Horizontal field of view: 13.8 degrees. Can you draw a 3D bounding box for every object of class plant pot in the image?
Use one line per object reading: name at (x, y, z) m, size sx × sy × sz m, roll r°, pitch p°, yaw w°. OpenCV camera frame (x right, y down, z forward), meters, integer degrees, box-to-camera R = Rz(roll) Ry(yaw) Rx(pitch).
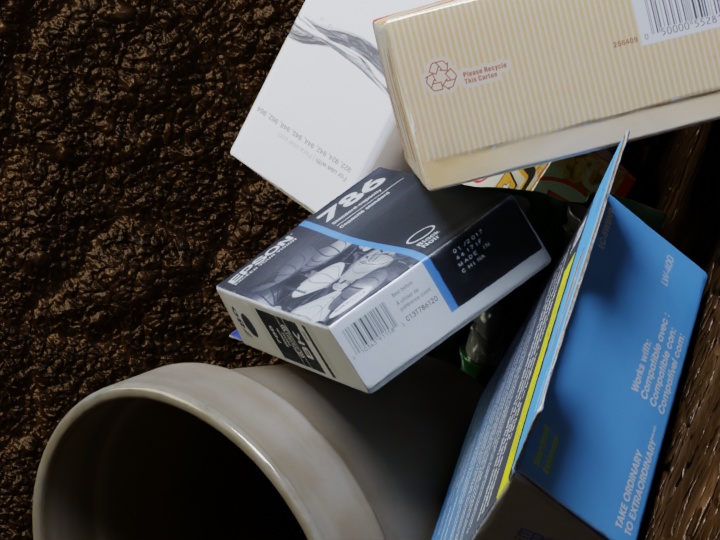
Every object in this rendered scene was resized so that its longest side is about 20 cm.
plant pot at (-0.020, 0.120, 1.340) m, size 0.173 × 0.200 × 0.200 m, roll -22°, pitch -34°, yaw -43°

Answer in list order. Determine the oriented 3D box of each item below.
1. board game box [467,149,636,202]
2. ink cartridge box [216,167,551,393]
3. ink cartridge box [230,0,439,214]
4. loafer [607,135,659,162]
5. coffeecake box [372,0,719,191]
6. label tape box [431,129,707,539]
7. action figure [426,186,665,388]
board game box at (0.051, 0.006, 1.515) m, size 0.200 × 0.046 × 0.152 m, roll -58°, pitch 18°, yaw 11°
ink cartridge box at (0.000, 0.000, 1.300) m, size 0.099 × 0.039 × 0.200 m, roll -37°, pitch 15°, yaw -14°
ink cartridge box at (0.033, -0.127, 1.627) m, size 0.201 × 0.084 × 0.145 m, roll -62°, pitch -22°, yaw 15°
loafer at (0.154, -0.146, 1.480) m, size 0.075 × 0.069 × 0.201 m, roll -115°, pitch 30°, yaw -59°
coffeecake box at (0.088, -0.091, 1.272) m, size 0.200 × 0.153 × 0.073 m, roll -108°, pitch 4°, yaw -85°
label tape box at (0.087, 0.063, 1.194) m, size 0.200 × 0.063 × 0.145 m, roll 115°, pitch 176°, yaw -54°
action figure at (0.067, 0.057, 1.418) m, size 0.055 × 0.118 × 0.201 m, roll -98°, pitch 18°, yaw -58°
